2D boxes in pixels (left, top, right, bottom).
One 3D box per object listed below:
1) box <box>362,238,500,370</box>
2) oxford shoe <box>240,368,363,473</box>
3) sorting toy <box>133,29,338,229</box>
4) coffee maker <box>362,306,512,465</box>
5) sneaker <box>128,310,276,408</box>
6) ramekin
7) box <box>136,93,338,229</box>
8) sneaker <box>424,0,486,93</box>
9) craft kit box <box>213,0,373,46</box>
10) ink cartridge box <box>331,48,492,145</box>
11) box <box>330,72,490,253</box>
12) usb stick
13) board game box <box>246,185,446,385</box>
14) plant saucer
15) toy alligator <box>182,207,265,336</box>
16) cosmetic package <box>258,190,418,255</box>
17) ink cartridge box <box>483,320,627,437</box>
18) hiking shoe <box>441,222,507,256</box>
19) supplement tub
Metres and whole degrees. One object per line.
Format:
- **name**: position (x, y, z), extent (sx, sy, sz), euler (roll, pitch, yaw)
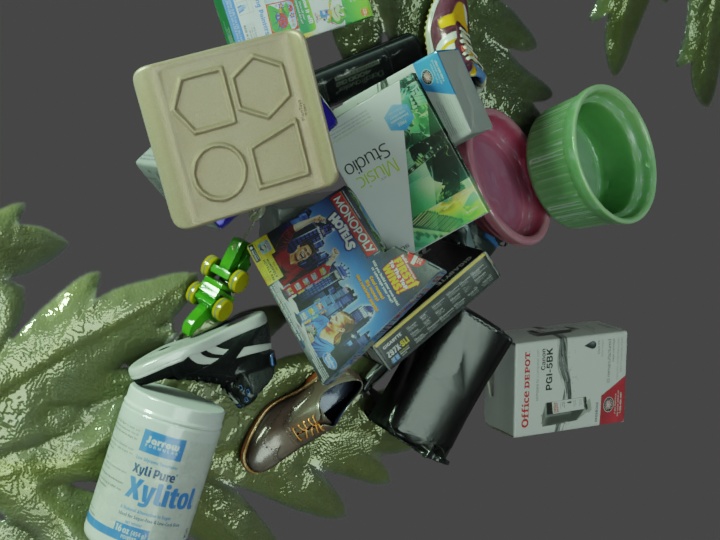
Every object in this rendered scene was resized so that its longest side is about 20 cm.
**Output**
- **box**: position (0.068, 0.039, 1.557), extent (0.200, 0.160, 0.049), euler (-39, 111, -13)
- **oxford shoe**: position (-0.079, 0.202, 1.563), extent (0.200, 0.073, 0.071), euler (-45, 113, -12)
- **sorting toy**: position (-0.139, -0.160, 1.304), extent (0.199, 0.036, 0.186), euler (-18, 103, -16)
- **coffee maker**: position (0.118, 0.152, 1.578), extent (0.135, 0.192, 0.200), euler (32, 87, -38)
- **sneaker**: position (-0.191, 0.136, 1.486), extent (0.200, 0.073, 0.112), euler (-23, 100, -30)
- **ramekin**: position (0.325, -0.155, 1.642), extent (0.200, 0.098, 0.201), euler (13, 71, -42)
- **box**: position (-0.154, -0.157, 1.413), extent (0.200, 0.184, 0.105), euler (-44, 110, -12)
- **sneaker**: position (0.135, -0.284, 1.558), extent (0.075, 0.090, 0.201), euler (11, 85, -49)
- **craft kit box**: position (-0.101, -0.394, 1.479), extent (0.197, 0.048, 0.201), euler (-21, 106, -17)
- **ink cartridge box**: position (0.058, -0.196, 1.518), extent (0.068, 0.200, 0.116), euler (-22, 89, -56)
- **box**: position (0.054, -0.127, 1.454), extent (0.144, 0.036, 0.200), euler (-29, 93, 16)
- **usb stick**: position (-0.003, -0.263, 1.549), extent (0.200, 0.033, 0.056), euler (-26, 115, -19)
- **board game box**: position (-0.006, 0.007, 1.434), extent (0.200, 0.062, 0.200), euler (-30, 83, 7)
- **plant saucer**: position (0.191, -0.125, 1.604), extent (0.200, 0.051, 0.201), euler (28, 52, -43)
- **toy alligator**: position (-0.168, 0.001, 1.506), extent (0.200, 0.059, 0.054), euler (-60, 155, -5)
- **cosmetic package**: position (-0.031, -0.050, 1.540), extent (0.199, 0.090, 0.107), euler (-12, 106, -25)
- **ink cartridge box**: position (0.291, 0.160, 1.718), extent (0.199, 0.083, 0.147), euler (-5, 101, -24)
- **hiking shoe**: position (0.135, -0.097, 1.624), extent (0.087, 0.074, 0.200), euler (-41, 120, -26)
- **supplement tub**: position (-0.260, 0.254, 1.459), extent (0.132, 0.132, 0.201), euler (16, 92, -25)
